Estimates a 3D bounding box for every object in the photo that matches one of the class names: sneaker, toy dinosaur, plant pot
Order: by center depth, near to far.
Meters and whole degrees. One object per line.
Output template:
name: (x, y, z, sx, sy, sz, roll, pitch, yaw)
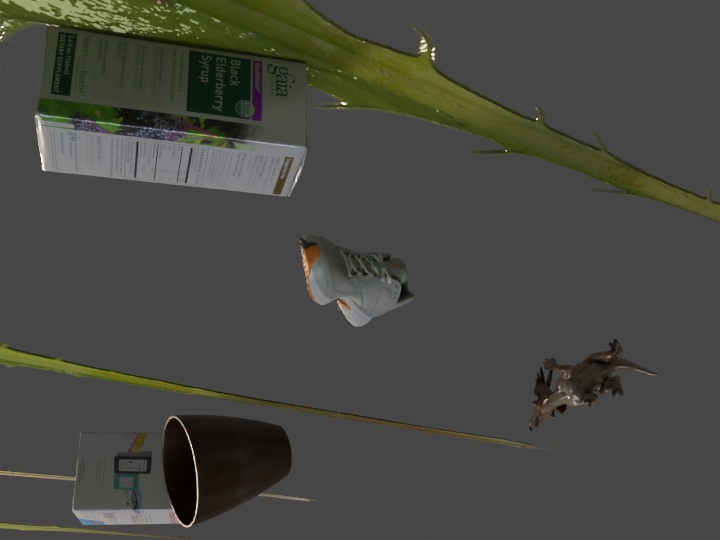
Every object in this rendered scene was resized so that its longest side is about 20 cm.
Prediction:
sneaker: (0.000, 0.000, 0.977, 0.090, 0.077, 0.200, -18, 160, 15)
toy dinosaur: (0.337, 0.165, 1.343, 0.196, 0.087, 0.136, -20, 166, -2)
plant pot: (-0.228, 0.336, 1.574, 0.197, 0.190, 0.187, -6, 160, -30)

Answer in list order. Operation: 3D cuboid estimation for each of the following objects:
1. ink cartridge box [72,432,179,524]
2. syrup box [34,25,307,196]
ink cartridge box: (-0.432, 0.399, 1.695, 0.195, 0.149, 0.147, 2, 155, -9)
syrup box: (-0.141, -0.119, 0.684, 0.196, 0.080, 0.082, 5, 154, -14)
